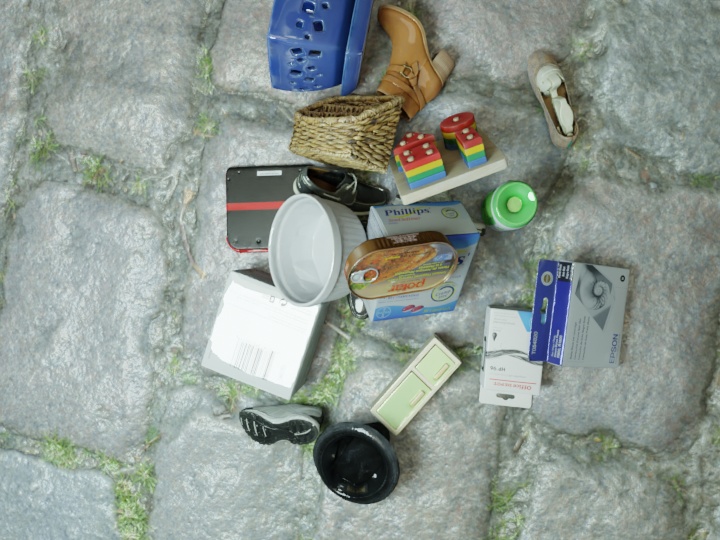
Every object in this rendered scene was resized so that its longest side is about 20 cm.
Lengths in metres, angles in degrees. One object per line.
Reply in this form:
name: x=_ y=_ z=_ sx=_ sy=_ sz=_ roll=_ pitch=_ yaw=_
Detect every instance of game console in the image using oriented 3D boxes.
game console: x=-0.188 y=-0.129 z=1.242 sx=0.195 sy=0.031 sz=0.182 roll=-1 pitch=86 yaw=5

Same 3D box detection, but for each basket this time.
basket: x=-0.038 y=-0.281 z=1.124 sx=0.198 sy=0.141 sz=0.153 roll=18 pitch=96 yaw=44

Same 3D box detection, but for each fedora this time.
fedora: x=0.001 y=0.369 z=1.195 sx=0.196 sy=0.092 sz=0.205 roll=9 pitch=114 yaw=20

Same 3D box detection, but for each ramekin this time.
ramekin: x=-0.075 y=-0.036 z=1.096 sx=0.198 sy=0.104 sz=0.206 roll=0 pitch=90 yaw=47

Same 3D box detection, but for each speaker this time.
speaker: x=0.276 y=-0.118 z=1.107 sx=0.086 sy=0.200 sz=0.091 roll=0 pitch=93 yaw=5

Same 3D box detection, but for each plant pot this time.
plant pot: x=-0.071 y=-0.460 z=1.121 sx=0.175 sy=0.200 sz=0.205 roll=11 pitch=80 yaw=-3

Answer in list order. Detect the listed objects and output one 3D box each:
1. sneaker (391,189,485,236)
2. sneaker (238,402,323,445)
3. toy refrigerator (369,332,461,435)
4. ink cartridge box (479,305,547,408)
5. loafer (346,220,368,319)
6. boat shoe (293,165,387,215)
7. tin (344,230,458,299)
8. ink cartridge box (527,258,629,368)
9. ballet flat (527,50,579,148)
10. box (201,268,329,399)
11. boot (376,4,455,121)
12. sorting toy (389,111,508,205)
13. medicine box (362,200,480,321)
sneaker: x=0.170 y=-0.147 z=1.179 sx=0.197 sy=0.076 sz=0.118 roll=22 pitch=96 yaw=7
sneaker: x=-0.166 y=0.316 z=1.239 sx=0.195 sy=0.079 sz=0.076 roll=-1 pitch=112 yaw=21
toy refrigerator: x=0.112 y=0.231 z=1.203 sx=0.076 sy=0.070 sz=0.201 roll=42 pitch=95 yaw=3
ink cartridge box: x=0.303 y=0.179 z=1.183 sx=0.113 sy=0.068 sz=0.206 roll=5 pitch=93 yaw=5
loafer: x=0.000 y=0.000 z=1.203 sx=0.071 sy=0.072 sz=0.206 roll=-1 pitch=93 yaw=5
boat shoe: x=-0.031 y=-0.161 z=1.171 sx=0.196 sy=0.068 sz=0.073 roll=10 pitch=59 yaw=-22
tin: x=0.068 y=-0.009 z=0.995 sx=0.195 sy=0.042 sz=0.114 roll=-8 pitch=131 yaw=-15
ink cartridge box: x=0.425 y=0.085 z=1.143 sx=0.195 sy=0.040 sz=0.205 roll=4 pitch=93 yaw=-20
ballet flat: x=0.384 y=-0.341 z=1.155 sx=0.067 sy=0.067 sz=0.204 roll=-21 pitch=90 yaw=5
box: x=-0.186 y=0.123 z=1.197 sx=0.195 sy=0.131 sz=0.204 roll=19 pitch=93 yaw=5
boot: x=0.076 y=-0.410 z=1.165 sx=0.199 sy=0.074 sz=0.156 roll=40 pitch=81 yaw=-1
sorting toy: x=0.150 y=-0.225 z=1.112 sx=0.196 sy=0.200 sz=0.071 roll=-20 pitch=119 yaw=6
medicine box: x=0.102 y=-0.018 z=1.102 sx=0.178 sy=0.104 sz=0.203 roll=-6 pitch=135 yaw=-17
